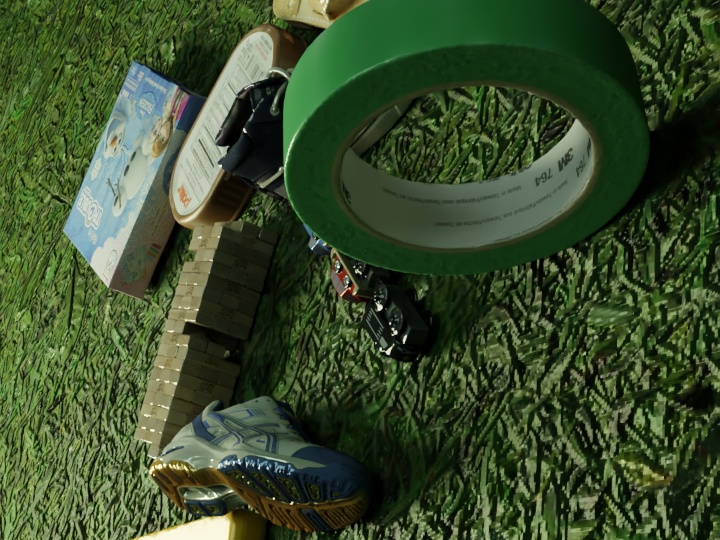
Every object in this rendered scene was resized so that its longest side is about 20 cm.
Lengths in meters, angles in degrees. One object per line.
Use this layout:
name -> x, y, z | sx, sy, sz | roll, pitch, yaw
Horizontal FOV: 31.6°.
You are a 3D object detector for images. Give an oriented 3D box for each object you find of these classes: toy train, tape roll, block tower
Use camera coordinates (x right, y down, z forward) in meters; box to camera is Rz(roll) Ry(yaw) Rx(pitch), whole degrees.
toy train -> 0.000, 0.000, 0.902 | 0.046, 0.034, 0.201 | -68, 30, 26
tape roll -> 0.056, -0.071, 0.696 | 0.200, 0.199, 0.049 | -38, 43, 40
block tower -> -0.128, 0.058, 1.042 | 0.058, 0.054, 0.203 | 0, 73, 57

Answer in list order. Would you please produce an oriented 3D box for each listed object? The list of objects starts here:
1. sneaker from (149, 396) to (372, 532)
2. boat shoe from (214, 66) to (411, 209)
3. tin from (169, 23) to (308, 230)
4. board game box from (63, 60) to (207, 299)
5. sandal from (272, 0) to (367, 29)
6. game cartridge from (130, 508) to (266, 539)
sneaker -> -0.063, 0.124, 0.889 | 0.198, 0.076, 0.089 | 0, 43, 41
boat shoe -> -0.031, -0.131, 0.962 | 0.200, 0.092, 0.075 | -50, 37, 29
tin -> -0.112, -0.126, 1.137 | 0.201, 0.041, 0.112 | -59, 29, 17
board game box -> -0.224, -0.097, 1.282 | 0.200, 0.043, 0.201 | 34, 102, 59
sandal -> -0.034, -0.241, 1.049 | 0.211, 0.069, 0.079 | 9, 81, 58
game cartridge -> -0.136, 0.291, 0.946 | 0.175, 0.032, 0.203 | -27, 50, 48
